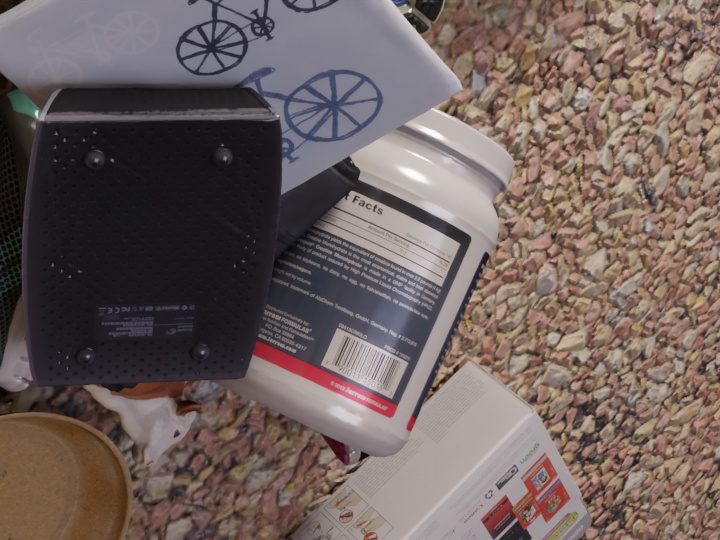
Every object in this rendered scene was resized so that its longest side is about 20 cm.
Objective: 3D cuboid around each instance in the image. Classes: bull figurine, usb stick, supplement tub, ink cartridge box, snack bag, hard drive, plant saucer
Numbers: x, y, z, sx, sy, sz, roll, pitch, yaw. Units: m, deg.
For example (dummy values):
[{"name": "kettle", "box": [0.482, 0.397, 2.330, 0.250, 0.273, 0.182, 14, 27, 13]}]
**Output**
[{"name": "bull figurine", "box": [-0.143, 0.031, 1.126, 0.121, 0.065, 0.201, -5, 120, -38]}, {"name": "usb stick", "box": [-0.085, -0.005, 1.053, 0.200, 0.033, 0.055, -41, 137, 12]}, {"name": "supplement tub", "box": [0.000, 0.000, 1.120, 0.140, 0.140, 0.201, 30, 83, -48]}, {"name": "ink cartridge box", "box": [0.068, 0.203, 1.417, 0.200, 0.084, 0.176, -43, 137, -11]}, {"name": "snack bag", "box": [-0.073, -0.107, 0.927, 0.188, 0.022, 0.200, -28, 137, 18]}, {"name": "hard drive", "box": [-0.113, -0.017, 0.968, 0.134, 0.043, 0.201, -2, 137, -12]}, {"name": "plant saucer", "box": [-0.240, 0.162, 1.139, 0.199, 0.035, 0.201, -20, 132, -24]}]

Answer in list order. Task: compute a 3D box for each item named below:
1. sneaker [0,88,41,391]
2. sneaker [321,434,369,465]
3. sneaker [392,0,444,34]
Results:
[{"name": "sneaker", "box": [-0.217, -0.010, 1.020, 0.091, 0.078, 0.201, -3, 127, -28]}, {"name": "sneaker", "box": [0.009, 0.045, 1.265, 0.087, 0.074, 0.201, -16, 122, -26]}, {"name": "sneaker", "box": [0.008, -0.238, 1.067, 0.078, 0.089, 0.201, -9, 130, -16]}]
